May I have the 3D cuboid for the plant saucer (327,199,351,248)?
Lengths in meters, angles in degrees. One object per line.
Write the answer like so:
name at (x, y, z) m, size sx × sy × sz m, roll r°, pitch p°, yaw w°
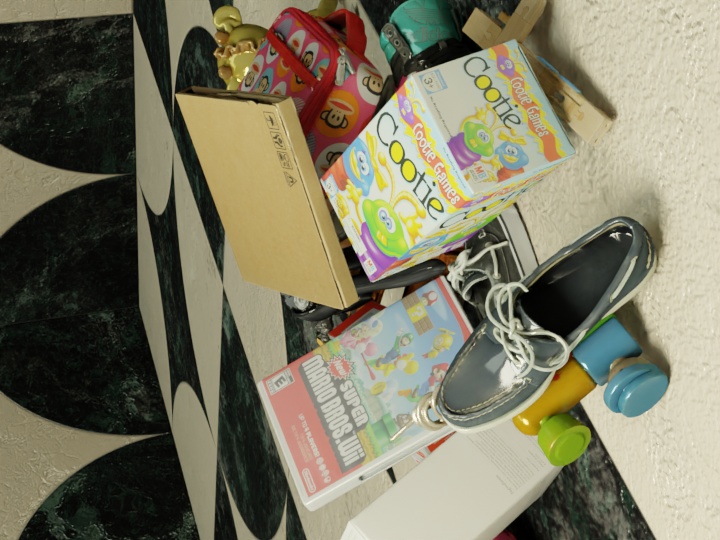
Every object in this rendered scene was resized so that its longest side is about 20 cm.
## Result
plant saucer at (-0.023, -0.036, 1.453) m, size 0.200 × 0.200 × 0.032 m, roll 125°, pitch 166°, yaw -67°

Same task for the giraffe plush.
giraffe plush at (-0.100, -0.247, 1.658) m, size 0.200 × 0.162 × 0.173 m, roll 103°, pitch 154°, yaw -52°

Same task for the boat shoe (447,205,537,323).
boat shoe at (0.114, 0.004, 1.212) m, size 0.074 × 0.068 × 0.200 m, roll 108°, pitch 150°, yaw -56°

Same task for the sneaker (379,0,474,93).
sneaker at (0.076, -0.195, 1.240) m, size 0.200 × 0.083 × 0.121 m, roll 167°, pitch 88°, yaw -72°

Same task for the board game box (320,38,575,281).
board game box at (0.063, -0.083, 1.093) m, size 0.105 × 0.103 × 0.200 m, roll 63°, pitch 152°, yaw 9°

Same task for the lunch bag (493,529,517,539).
lunch bag at (0.075, 0.308, 1.255) m, size 0.200 × 0.176 × 0.082 m, roll -146°, pitch 32°, yaw -77°

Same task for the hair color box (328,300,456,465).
hair color box at (0.058, 0.130, 1.321) m, size 0.200 × 0.061 × 0.101 m, roll 57°, pitch 167°, yaw -16°

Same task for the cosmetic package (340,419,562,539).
cosmetic package at (0.079, 0.205, 1.174) m, size 0.085 × 0.200 × 0.108 m, roll 47°, pitch 150°, yaw 17°

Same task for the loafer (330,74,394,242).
loafer at (0.008, -0.111, 1.339) m, size 0.070 × 0.070 × 0.200 m, roll -39°, pitch 17°, yaw 56°

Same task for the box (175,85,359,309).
box at (-0.086, -0.067, 1.225) m, size 0.163 × 0.021 × 0.200 m, roll 14°, pitch 130°, yaw 50°

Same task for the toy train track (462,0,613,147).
toy train track at (0.145, -0.155, 1.090) m, size 0.115 × 0.032 × 0.200 m, roll -58°, pitch 40°, yaw 18°

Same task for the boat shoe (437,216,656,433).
boat shoe at (0.129, 0.038, 0.973) m, size 0.075 × 0.200 × 0.062 m, roll 54°, pitch -172°, yaw 24°

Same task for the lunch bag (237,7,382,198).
lunch bag at (-0.051, -0.171, 1.322) m, size 0.176 × 0.082 × 0.200 m, roll -59°, pitch 28°, yaw 13°

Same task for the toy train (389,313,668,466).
toy train at (0.127, 0.104, 1.026) m, size 0.085 × 0.200 × 0.116 m, roll 46°, pitch -174°, yaw -47°

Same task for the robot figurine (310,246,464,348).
robot figurine at (0.030, 0.039, 1.390) m, size 0.058 × 0.145 × 0.200 m, roll -95°, pitch 18°, yaw -53°

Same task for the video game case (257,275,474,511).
video game case at (0.016, 0.106, 1.201) m, size 0.017 × 0.200 × 0.143 m, roll 54°, pitch -173°, yaw -50°

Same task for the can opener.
can opener at (0.000, 0.000, 1.281) m, size 0.200 × 0.079 × 0.064 m, roll -23°, pitch 85°, yaw 42°
